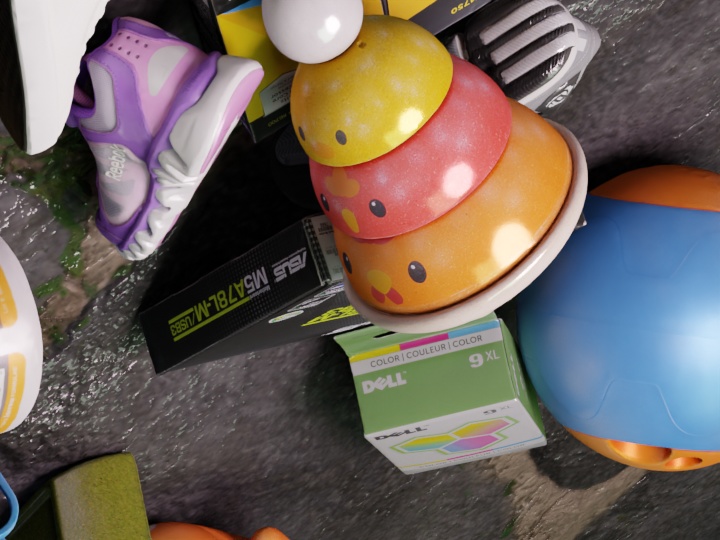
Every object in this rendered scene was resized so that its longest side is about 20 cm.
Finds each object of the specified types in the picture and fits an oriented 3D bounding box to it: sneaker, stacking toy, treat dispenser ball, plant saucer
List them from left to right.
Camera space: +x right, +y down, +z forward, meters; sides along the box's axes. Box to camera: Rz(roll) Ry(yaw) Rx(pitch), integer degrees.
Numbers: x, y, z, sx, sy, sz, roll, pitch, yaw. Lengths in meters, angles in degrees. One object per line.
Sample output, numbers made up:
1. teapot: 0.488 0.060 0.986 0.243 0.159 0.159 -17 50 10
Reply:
1. plant saucer: -0.208 0.224 1.547 0.048 0.200 0.200 34 110 -29
2. sneaker: -0.135 -0.135 1.183 0.084 0.073 0.200 -19 146 -23
3. sneaker: -0.115 -0.074 1.301 0.081 0.088 0.200 -62 -176 -24
4. stacking toy: 0.010 -0.079 1.272 0.146 0.146 0.200 -38 122 3
5. sneaker: 0.053 -0.090 1.436 0.200 0.075 0.115 -25 171 24
6. treat dispenser ball: 0.203 0.032 1.661 0.200 0.201 0.201 -27 150 -17

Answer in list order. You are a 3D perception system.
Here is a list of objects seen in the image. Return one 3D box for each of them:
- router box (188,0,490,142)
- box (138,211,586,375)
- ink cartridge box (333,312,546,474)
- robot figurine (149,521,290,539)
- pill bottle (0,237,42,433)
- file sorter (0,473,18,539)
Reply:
1. router box: 0.006 -0.169 1.305 0.200 0.051 0.149 -32 153 -9
2. box: 0.000 0.000 1.479 0.200 0.048 0.193 -12 168 -37
3. ink cartridge box: 0.055 0.080 1.651 0.104 0.059 0.200 -13 163 8
4. robot figurine: -0.105 0.232 1.715 0.143 0.117 0.200 1 168 30
5. pill bottle: -0.270 0.046 1.262 0.200 0.116 0.117 -13 144 -34
6. file sorter: -0.278 0.170 1.417 0.122 0.139 0.200 -23 149 -30
